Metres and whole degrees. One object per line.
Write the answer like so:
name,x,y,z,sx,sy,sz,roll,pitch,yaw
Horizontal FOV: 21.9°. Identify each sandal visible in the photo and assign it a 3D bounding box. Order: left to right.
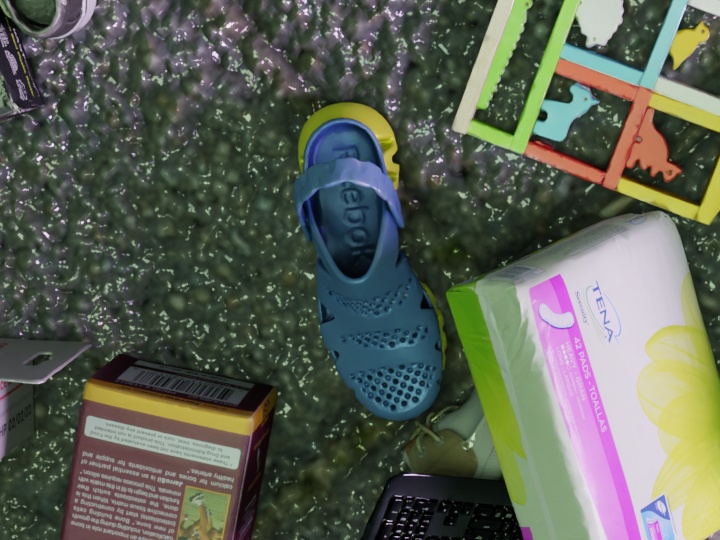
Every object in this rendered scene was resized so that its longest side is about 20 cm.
sandal,0.000,0.000,1.142,0.079,0.087,0.200,-16,99,9

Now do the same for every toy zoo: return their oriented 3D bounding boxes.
toy zoo,0.170,-0.112,1.128,0.200,0.020,0.131,21,102,5

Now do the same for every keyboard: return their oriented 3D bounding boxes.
keyboard,0.089,0.179,1.129,0.200,0.040,0.104,9,116,-29

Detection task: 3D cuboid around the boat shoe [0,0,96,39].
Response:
boat shoe,-0.212,-0.240,1.142,0.071,0.064,0.200,-16,97,11

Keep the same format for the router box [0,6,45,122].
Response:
router box,-0.318,-0.141,1.177,0.200,0.062,0.150,-17,96,11

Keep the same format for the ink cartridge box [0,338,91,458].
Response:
ink cartridge box,-0.280,0.084,1.183,0.200,0.115,0.068,2,100,9

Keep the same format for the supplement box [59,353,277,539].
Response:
supplement box,-0.128,0.166,1.190,0.110,0.086,0.200,12,101,6

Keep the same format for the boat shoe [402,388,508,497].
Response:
boat shoe,0.060,0.121,1.159,0.068,0.075,0.200,20,103,-1

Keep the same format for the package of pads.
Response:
package of pads,0.147,0.077,1.101,0.068,0.154,0.200,-9,102,48
